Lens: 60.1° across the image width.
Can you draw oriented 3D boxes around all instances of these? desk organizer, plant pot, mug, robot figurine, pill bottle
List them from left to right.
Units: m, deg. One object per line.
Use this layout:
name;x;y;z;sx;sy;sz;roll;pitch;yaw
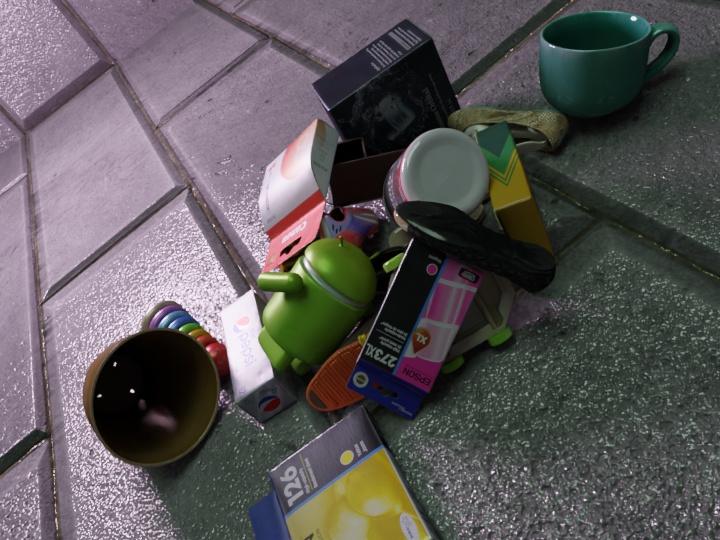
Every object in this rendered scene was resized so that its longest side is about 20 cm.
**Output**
plant pot;-0.339;0.178;0.934;0.198;0.187;0.188;-3;48;50
robot figurine;-0.055;0.044;0.845;0.201;0.174;0.116;-53;49;14
desk organizer;0.042;-0.170;0.989;0.196;0.078;0.072;-12;42;2
pill bottle;0.093;-0.112;0.850;0.116;0.116;0.200;-42;3;-7
mug;0.356;-0.296;0.916;0.182;0.116;0.152;15;46;29

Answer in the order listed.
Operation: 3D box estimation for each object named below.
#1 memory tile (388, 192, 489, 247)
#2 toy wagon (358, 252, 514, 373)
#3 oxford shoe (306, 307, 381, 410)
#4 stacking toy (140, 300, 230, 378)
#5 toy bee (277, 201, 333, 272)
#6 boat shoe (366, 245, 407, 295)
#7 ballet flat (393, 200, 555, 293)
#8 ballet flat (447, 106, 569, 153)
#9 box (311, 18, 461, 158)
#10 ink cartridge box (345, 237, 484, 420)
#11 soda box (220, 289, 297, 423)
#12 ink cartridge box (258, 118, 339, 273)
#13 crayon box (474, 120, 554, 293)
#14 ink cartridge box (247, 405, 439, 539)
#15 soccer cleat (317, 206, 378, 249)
memory tile;0.134;-0.106;0.978;0.151;0.017;0.202;2;54;37
toy wagon;0.087;0.047;0.771;0.198;0.157;0.040;-31;0;7
oxford shoe;0.008;0.109;0.835;0.199;0.072;0.073;-40;12;-1
stacking toy;-0.273;0.117;1.012;0.198;0.086;0.086;20;64;39
toy bee;-0.098;-0.086;1.056;0.108;0.132;0.201;33;45;4
boat shoe;0.000;0.000;0.933;0.197;0.068;0.073;-6;50;34
ballet flat;0.126;-0.025;0.715;0.197;0.057;0.067;25;50;10
ballet flat;0.221;-0.215;0.972;0.197;0.071;0.066;6;63;33
box;0.054;-0.271;1.054;0.198;0.198;0.118;-33;40;3
ink cartridge box;0.062;0.073;0.739;0.037;0.093;0.203;-45;-21;-82
soda box;-0.154;0.122;0.926;0.068;0.064;0.201;-33;39;5
ink cartridge box;-0.109;-0.109;0.946;0.161;0.050;0.203;-30;39;46
crayon box;0.206;-0.087;0.822;0.050;0.127;0.202;-19;43;18
ink cartridge box;-0.035;0.283;0.700;0.198;0.047;0.198;-35;40;-2
soccer cleat;-0.018;-0.074;0.967;0.066;0.077;0.200;-20;16;19
